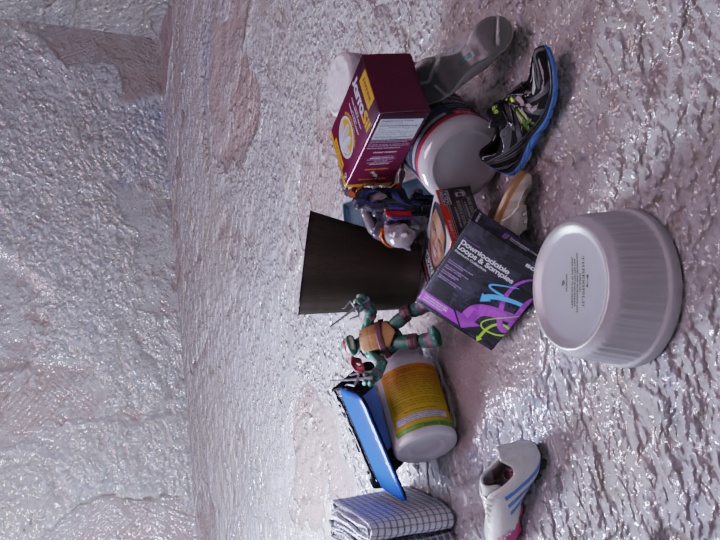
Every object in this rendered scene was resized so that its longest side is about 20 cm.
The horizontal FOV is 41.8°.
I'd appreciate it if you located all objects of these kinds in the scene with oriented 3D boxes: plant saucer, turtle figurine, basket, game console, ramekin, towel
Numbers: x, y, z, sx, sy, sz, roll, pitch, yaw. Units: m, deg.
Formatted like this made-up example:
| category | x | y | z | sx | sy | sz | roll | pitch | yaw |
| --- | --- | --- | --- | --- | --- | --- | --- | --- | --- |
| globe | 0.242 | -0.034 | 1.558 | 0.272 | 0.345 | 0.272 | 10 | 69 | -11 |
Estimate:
| category | x | y | z | sx | sy | sz | roll | pitch | yaw |
| --- | --- | --- | --- | --- | --- | --- | --- | --- | --- |
| plant saucer | 0.058 | -0.116 | 1.677 | 0.198 | 0.019 | 0.071 | -17 | 62 | 23 |
| turtle figurine | 0.031 | 0.108 | 1.569 | 0.101 | 0.198 | 0.151 | 1 | -110 | -76 |
| basket | 0.000 | 0.000 | 1.621 | 0.136 | 0.197 | 0.183 | -158 | 76 | -88 |
| game console | 0.043 | 0.273 | 1.631 | 0.118 | 0.170 | 0.202 | -14 | 103 | 39 |
| ramekin | 0.296 | 0.020 | 1.172 | 0.202 | 0.093 | 0.205 | -178 | 90 | -67 |
| towel | 0.049 | 0.442 | 1.622 | 0.200 | 0.164 | 0.087 | 177 | 88 | -66 |

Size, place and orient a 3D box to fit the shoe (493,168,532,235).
| category | x | y | z | sx | sy | sz | roll | pitch | yaw |
| --- | --- | --- | --- | --- | --- | --- | --- | --- | --- |
| shoe | 0.222 | -0.055 | 1.409 | 0.070 | 0.053 | 0.202 | -44 | -25 | -61 |

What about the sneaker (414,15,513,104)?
| category | x | y | z | sx | sy | sz | roll | pitch | yaw |
| --- | --- | --- | --- | --- | --- | --- | --- | --- | --- |
| sneaker | 0.154 | -0.315 | 1.459 | 0.199 | 0.080 | 0.071 | -30 | 85 | 18 |

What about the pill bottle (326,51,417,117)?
| category | x | y | z | sx | sy | sz | roll | pitch | yaw |
| --- | --- | --- | --- | --- | --- | --- | --- | --- | --- |
| pill bottle | 0.050 | -0.310 | 1.628 | 0.112 | 0.198 | 0.114 | -177 | 90 | -66 |

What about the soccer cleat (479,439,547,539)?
| category | x | y | z | sx | sy | sz | roll | pitch | yaw |
| --- | --- | --- | --- | --- | --- | --- | --- | --- | --- |
| soccer cleat | 0.201 | 0.328 | 1.374 | 0.070 | 0.085 | 0.202 | -125 | 42 | -53 |

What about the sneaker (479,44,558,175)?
| category | x | y | z | sx | sy | sz | roll | pitch | yaw |
| --- | --- | --- | --- | --- | --- | --- | --- | --- | --- |
| sneaker | 0.227 | -0.228 | 1.354 | 0.071 | 0.082 | 0.201 | -88 | 15 | -54 |

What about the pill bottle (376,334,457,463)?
| category | x | y | z | sx | sy | sz | roll | pitch | yaw |
| --- | --- | --- | --- | --- | --- | --- | --- | --- | --- |
| pill bottle | 0.088 | 0.215 | 1.612 | 0.111 | 0.110 | 0.202 | 119 | 144 | -46 |

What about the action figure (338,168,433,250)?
| category | x | y | z | sx | sy | sz | roll | pitch | yaw |
| --- | --- | --- | --- | --- | --- | --- | --- | --- | --- |
| action figure | 0.065 | -0.099 | 1.591 | 0.194 | 0.198 | 0.105 | -109 | 28 | -53 |

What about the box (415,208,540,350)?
| category | x | y | z | sx | sy | sz | roll | pitch | yaw |
| --- | --- | --- | --- | --- | --- | --- | --- | --- | --- |
| box | 0.182 | 0.018 | 1.387 | 0.036 | 0.142 | 0.201 | -55 | -4 | -45 |

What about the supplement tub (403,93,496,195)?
| category | x | y | z | sx | sy | sz | roll | pitch | yaw |
| --- | --- | --- | --- | --- | --- | --- | --- | --- | --- |
| supplement tub | 0.127 | -0.215 | 1.519 | 0.200 | 0.139 | 0.142 | -123 | 42 | -52 |

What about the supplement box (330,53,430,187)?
| category | x | y | z | sx | sy | sz | roll | pitch | yaw |
| --- | --- | --- | --- | --- | --- | --- | --- | --- | --- |
| supplement box | 0.026 | -0.230 | 1.463 | 0.200 | 0.085 | 0.111 | 120 | 139 | -57 |

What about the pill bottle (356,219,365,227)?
| category | x | y | z | sx | sy | sz | roll | pitch | yaw |
| --- | --- | --- | --- | --- | --- | --- | --- | --- | --- |
| pill bottle | 0.038 | -0.031 | 1.745 | 0.112 | 0.111 | 0.203 | 161 | 109 | -65 |

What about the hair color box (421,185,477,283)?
| category | x | y | z | sx | sy | sz | roll | pitch | yaw |
| --- | --- | --- | --- | --- | --- | --- | --- | --- | --- |
| hair color box | 0.145 | -0.032 | 1.497 | 0.201 | 0.060 | 0.102 | 96 | 163 | -55 |

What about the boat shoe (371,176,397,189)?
| category | x | y | z | sx | sy | sz | roll | pitch | yaw |
| --- | --- | --- | --- | --- | --- | --- | --- | --- | --- |
| boat shoe | 0.043 | -0.203 | 1.803 | 0.073 | 0.064 | 0.202 | -120 | 38 | -48 |
